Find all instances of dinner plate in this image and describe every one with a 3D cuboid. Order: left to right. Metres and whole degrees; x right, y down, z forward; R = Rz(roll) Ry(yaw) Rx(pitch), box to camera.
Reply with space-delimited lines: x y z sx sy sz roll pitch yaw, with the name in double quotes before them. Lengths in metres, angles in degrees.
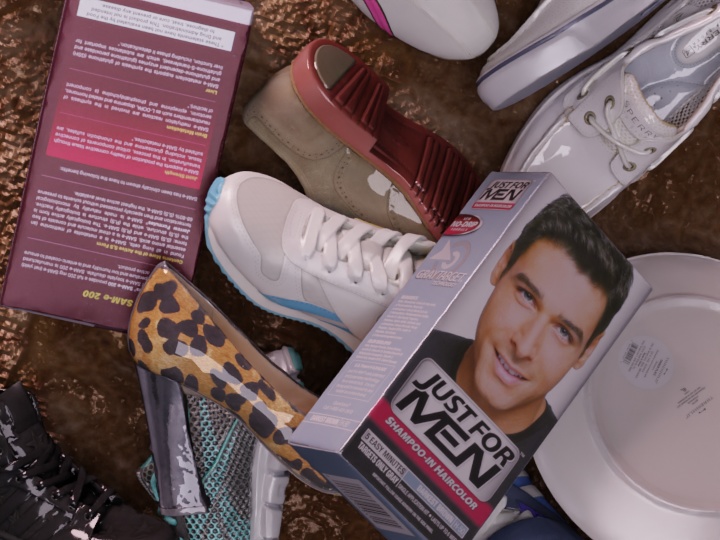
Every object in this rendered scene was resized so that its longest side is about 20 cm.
"dinner plate" 0.192 0.079 1.403 0.200 0.024 0.201 4 66 -9

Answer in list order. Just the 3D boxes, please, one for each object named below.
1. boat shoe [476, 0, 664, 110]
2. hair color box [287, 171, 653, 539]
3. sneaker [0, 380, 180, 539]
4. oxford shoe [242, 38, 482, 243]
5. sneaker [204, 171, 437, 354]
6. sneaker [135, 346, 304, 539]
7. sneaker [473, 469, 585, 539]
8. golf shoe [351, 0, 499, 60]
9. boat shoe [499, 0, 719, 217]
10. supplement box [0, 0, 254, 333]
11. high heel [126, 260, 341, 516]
"boat shoe" 0.139 -0.174 1.420 0.200 0.071 0.070 -37 86 1
"hair color box" 0.062 0.051 1.343 0.099 0.061 0.200 46 70 -24
"sneaker" -0.198 0.114 1.415 0.199 0.060 0.104 8 111 18
"oxford shoe" 0.014 -0.048 1.438 0.075 0.070 0.200 -31 110 33
"sneaker" 0.000 0.000 1.396 0.200 0.077 0.081 33 140 -23
"sneaker" -0.090 0.139 1.450 0.091 0.078 0.200 9 90 -4
"sneaker" 0.074 0.146 1.425 0.081 0.146 0.200 -42 103 2
"golf shoe" 0.008 -0.195 1.387 0.073 0.092 0.200 -42 103 2
"boat shoe" 0.158 -0.094 1.429 0.071 0.069 0.200 43 92 -11
"supplement box" -0.135 -0.068 1.409 0.109 0.061 0.200 13 98 -7
"high heel" -0.028 0.054 1.378 0.200 0.071 0.143 -9 97 -6
